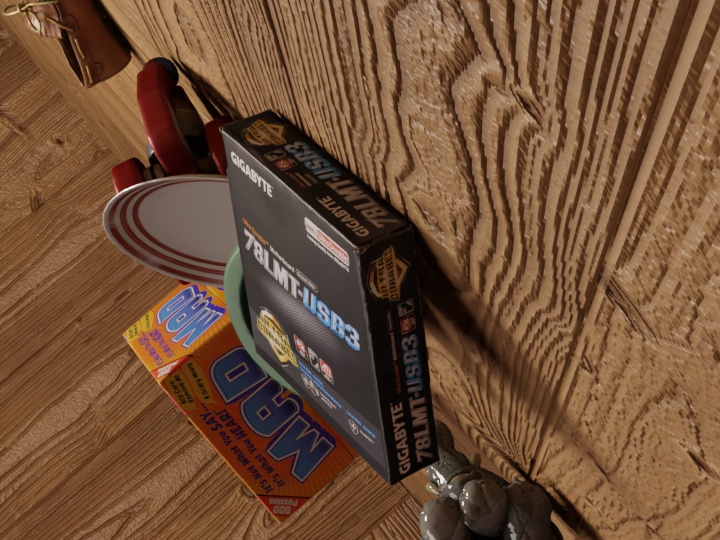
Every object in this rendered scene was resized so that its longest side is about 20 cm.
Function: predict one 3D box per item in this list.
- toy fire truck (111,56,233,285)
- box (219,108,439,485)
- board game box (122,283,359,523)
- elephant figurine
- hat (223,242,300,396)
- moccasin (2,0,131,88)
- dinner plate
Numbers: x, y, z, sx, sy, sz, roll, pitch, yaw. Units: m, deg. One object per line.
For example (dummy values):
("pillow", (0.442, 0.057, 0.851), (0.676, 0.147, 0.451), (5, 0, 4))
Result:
("toy fire truck", (-0.151, -0.099, 1.441), (0.200, 0.112, 0.168), (59, -173, -53))
("box", (-0.023, 0.016, 1.134), (0.200, 0.050, 0.199), (41, 148, 47))
("board game box", (-0.092, 0.096, 1.693), (0.200, 0.200, 0.200), (52, 173, -21))
("elephant figurine", (0.114, 0.228, 1.447), (0.141, 0.156, 0.200), (7, -177, 2))
("hat", (0.000, 0.000, 1.330), (0.166, 0.176, 0.200), (52, 136, -6))
("moccasin", (-0.304, -0.256, 1.620), (0.074, 0.078, 0.201), (45, 172, 34))
("dinner plate", (-0.109, -0.035, 1.336), (0.200, 0.200, 0.024), (60, -150, -59))
